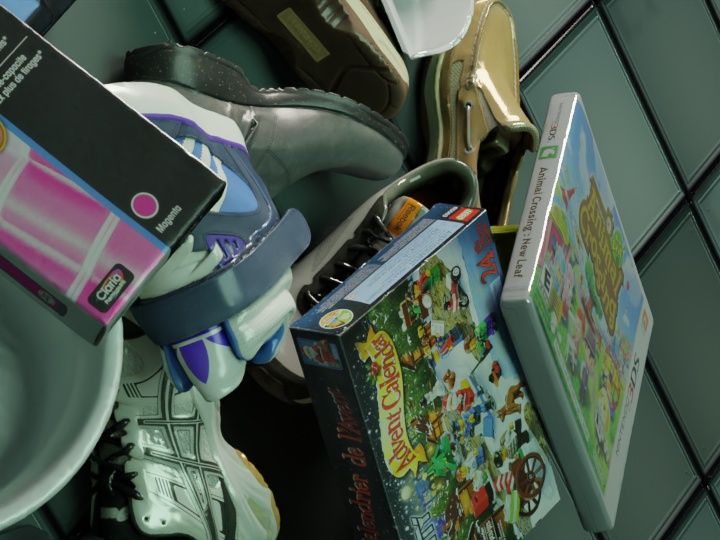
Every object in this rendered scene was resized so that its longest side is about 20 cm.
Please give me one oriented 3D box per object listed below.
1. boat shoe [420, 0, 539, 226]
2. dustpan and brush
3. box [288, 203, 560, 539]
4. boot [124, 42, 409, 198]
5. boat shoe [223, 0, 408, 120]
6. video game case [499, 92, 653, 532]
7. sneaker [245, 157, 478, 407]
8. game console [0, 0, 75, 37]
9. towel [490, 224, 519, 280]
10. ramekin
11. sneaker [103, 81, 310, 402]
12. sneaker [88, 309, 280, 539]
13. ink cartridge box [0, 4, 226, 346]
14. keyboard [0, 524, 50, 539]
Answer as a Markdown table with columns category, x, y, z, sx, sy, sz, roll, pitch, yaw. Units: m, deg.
| category | x | y | z | sx | sy | sz | roll | pitch | yaw |
| --- | --- | --- | --- | --- | --- | --- | --- | --- | --- |
| boat shoe | 0.083 | -0.086 | 1.510 | 0.072 | 0.076 | 0.200 | 24 | 66 | -43 |
| dustpan and brush | 0.046 | -0.209 | 1.500 | 0.200 | 0.057 | 0.140 | -35 | 103 | -77 |
| box | 0.041 | 0.082 | 1.325 | 0.137 | 0.038 | 0.200 | -41 | 126 | -39 |
| boot | -0.064 | -0.042 | 1.360 | 0.200 | 0.070 | 0.132 | 14 | 76 | -34 |
| boat shoe | -0.041 | -0.178 | 1.408 | 0.202 | 0.075 | 0.075 | 56 | 26 | -25 |
| video game case | 0.134 | 0.025 | 1.430 | 0.182 | 0.022 | 0.200 | -73 | 149 | -43 |
| sneaker | 0.000 | 0.000 | 1.383 | 0.074 | 0.079 | 0.200 | 40 | 55 | 4 |
| game console | -0.204 | -0.163 | 1.180 | 0.171 | 0.118 | 0.200 | 56 | 49 | -25 |
| towel | 0.097 | 0.015 | 1.440 | 0.200 | 0.018 | 0.086 | -5 | 94 | -58 |
| ramekin | -0.217 | 0.041 | 1.093 | 0.200 | 0.098 | 0.201 | 6 | 70 | -16 |
| sneaker | -0.096 | -0.008 | 1.181 | 0.200 | 0.081 | 0.146 | 8 | 62 | -64 |
| sneaker | -0.115 | 0.100 | 1.263 | 0.200 | 0.076 | 0.088 | 58 | 47 | -23 |
| ink cartridge box | -0.168 | -0.063 | 1.074 | 0.200 | 0.037 | 0.095 | 37 | 65 | 0 |
| keyboard | -0.214 | 0.213 | 1.177 | 0.200 | 0.021 | 0.127 | -20 | 98 | -47 |
